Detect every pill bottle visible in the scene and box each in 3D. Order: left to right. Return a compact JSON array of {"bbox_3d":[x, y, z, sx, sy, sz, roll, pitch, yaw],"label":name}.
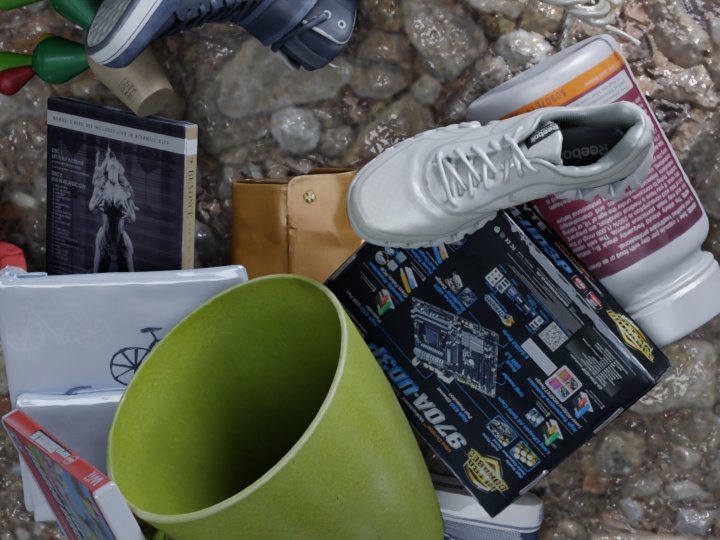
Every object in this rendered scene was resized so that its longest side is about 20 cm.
[{"bbox_3d":[0.165,-0.048,1.181,0.114,0.114,0.200,-27,97,15],"label":"pill bottle"}]

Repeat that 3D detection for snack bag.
[{"bbox_3d":[-0.156,0.087,1.222,0.188,0.021,0.200,-2,115,3],"label":"snack bag"}]

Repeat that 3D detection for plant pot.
[{"bbox_3d":[-0.034,0.137,1.150,0.187,0.187,0.200,-30,128,15],"label":"plant pot"}]

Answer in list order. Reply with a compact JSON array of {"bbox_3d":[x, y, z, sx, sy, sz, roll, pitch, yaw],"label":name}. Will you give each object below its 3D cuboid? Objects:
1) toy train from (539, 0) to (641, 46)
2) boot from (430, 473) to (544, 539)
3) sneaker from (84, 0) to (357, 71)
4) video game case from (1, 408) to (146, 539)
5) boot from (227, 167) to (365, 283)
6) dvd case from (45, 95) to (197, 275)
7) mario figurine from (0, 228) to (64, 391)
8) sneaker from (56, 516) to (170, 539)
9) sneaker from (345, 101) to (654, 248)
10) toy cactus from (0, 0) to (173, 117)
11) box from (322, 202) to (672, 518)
[{"bbox_3d":[0.119,-0.240,1.156,0.200,0.085,0.116,26,93,12],"label":"toy train"},{"bbox_3d":[0.030,0.195,1.282,0.200,0.073,0.090,11,99,6],"label":"boot"},{"bbox_3d":[-0.084,-0.170,1.162,0.146,0.202,0.077,47,143,-20],"label":"sneaker"},{"bbox_3d":[-0.174,0.175,1.156,0.017,0.200,0.143,-32,112,-20],"label":"video game case"},{"bbox_3d":[0.000,0.000,1.244,0.201,0.071,0.144,5,104,13],"label":"boot"},{"bbox_3d":[-0.176,-0.018,1.262,0.149,0.016,0.200,14,109,38],"label":"dvd case"},{"bbox_3d":[-0.289,0.016,1.272,0.123,0.106,0.200,-37,86,18],"label":"mario figurine"},{"bbox_3d":[-0.178,0.137,1.305,0.105,0.076,0.200,21,107,5],"label":"sneaker"},{"bbox_3d":[0.087,-0.066,1.074,0.200,0.081,0.075,-16,84,-1],"label":"sneaker"},{"bbox_3d":[-0.191,-0.181,1.208,0.200,0.102,0.165,-43,73,18],"label":"toy cactus"},{"bbox_3d":[0.083,0.042,1.159,0.200,0.046,0.159,48,118,6],"label":"box"}]
